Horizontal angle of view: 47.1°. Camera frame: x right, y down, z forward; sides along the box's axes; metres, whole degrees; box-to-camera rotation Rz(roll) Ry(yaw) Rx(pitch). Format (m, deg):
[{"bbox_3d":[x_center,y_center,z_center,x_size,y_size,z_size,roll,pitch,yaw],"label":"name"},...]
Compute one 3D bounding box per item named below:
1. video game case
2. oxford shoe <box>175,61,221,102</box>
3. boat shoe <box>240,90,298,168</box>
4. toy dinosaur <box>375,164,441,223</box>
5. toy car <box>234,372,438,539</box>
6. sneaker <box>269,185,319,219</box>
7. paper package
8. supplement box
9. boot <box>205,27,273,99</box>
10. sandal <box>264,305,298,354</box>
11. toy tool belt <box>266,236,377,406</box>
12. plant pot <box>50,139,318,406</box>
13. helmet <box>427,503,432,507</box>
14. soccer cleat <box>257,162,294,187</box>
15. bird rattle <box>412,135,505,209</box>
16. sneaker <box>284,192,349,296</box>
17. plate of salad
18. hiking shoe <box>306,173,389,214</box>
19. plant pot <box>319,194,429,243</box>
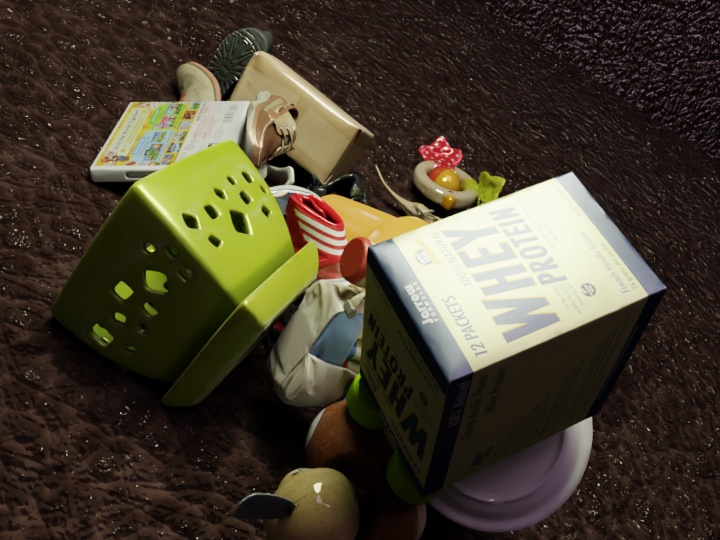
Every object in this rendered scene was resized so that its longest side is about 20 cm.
[{"bbox_3d":[-0.249,-0.177,1.116,0.177,0.023,0.202,0,36,3],"label":"video game case"},{"bbox_3d":[-0.252,-0.250,1.252,0.073,0.071,0.202,0,46,-37],"label":"oxford shoe"},{"bbox_3d":[-0.121,-0.194,1.133,0.070,0.077,0.202,13,32,-4],"label":"boat shoe"},{"bbox_3d":[0.098,-0.098,1.437,0.197,0.059,0.102,29,16,-28],"label":"toy dinosaur"},{"bbox_3d":[-0.046,0.212,0.781,0.196,0.166,0.159,-10,52,-35],"label":"toy car"},{"bbox_3d":[-0.133,-0.069,1.126,0.195,0.080,0.080,3,38,-27],"label":"sneaker"},{"bbox_3d":[-0.090,-0.238,1.316,0.198,0.104,0.191,38,10,3],"label":"paper package"},{"bbox_3d":[0.115,0.058,0.708,0.196,0.202,0.136,-20,55,-17],"label":"supplement box"},{"bbox_3d":[-0.185,-0.361,1.381,0.066,0.163,0.201,51,29,-10],"label":"boot"},{"bbox_3d":[-0.088,0.067,1.020,0.074,0.045,0.202,2,46,-44],"label":"sandal"},{"bbox_3d":[-0.005,0.064,0.878,0.121,0.202,0.126,20,25,-35],"label":"toy tool belt"},{"bbox_3d":[-0.169,0.010,0.877,0.181,0.199,0.200,43,30,0],"label":"plant pot"},{"bbox_3d":[0.098,0.166,0.958,0.196,0.200,0.195,18,52,-27],"label":"helmet"},{"bbox_3d":[-0.180,-0.138,1.145,0.197,0.086,0.072,7,63,-40],"label":"soccer cleat"},{"bbox_3d":[0.167,-0.172,1.541,0.161,0.114,0.201,-15,56,-46],"label":"bird rattle"},{"bbox_3d":[-0.088,-0.034,0.981,0.196,0.119,0.078,4,9,33],"label":"sneaker"},{"bbox_3d":[0.134,0.156,0.833,0.199,0.201,0.048,41,-3,8],"label":"plate of salad"},{"bbox_3d":[-0.011,-0.092,1.255,0.197,0.101,0.076,2,45,-44],"label":"hiking shoe"},{"bbox_3d":[0.000,0.000,1.081,0.182,0.204,0.198,36,26,33],"label":"plant pot"}]
